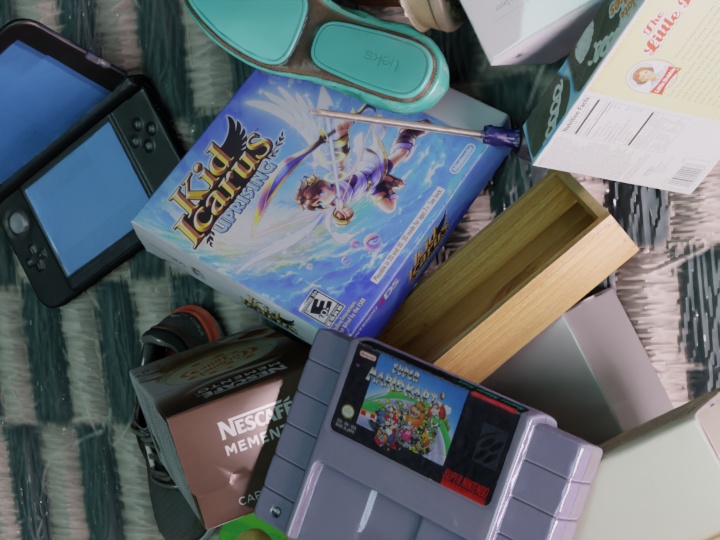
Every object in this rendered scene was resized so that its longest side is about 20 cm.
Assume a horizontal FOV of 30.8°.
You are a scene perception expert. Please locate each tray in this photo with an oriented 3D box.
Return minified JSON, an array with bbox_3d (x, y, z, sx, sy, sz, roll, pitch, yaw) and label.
[{"bbox_3d":[0.075,0.024,0.835,0.200,0.099,0.037,-40,114,7],"label":"tray"}]

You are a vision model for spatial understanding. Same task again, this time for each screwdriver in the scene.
[{"bbox_3d":[0.064,-0.093,0.851,0.200,0.029,0.028,9,138,-11],"label":"screwdriver"}]

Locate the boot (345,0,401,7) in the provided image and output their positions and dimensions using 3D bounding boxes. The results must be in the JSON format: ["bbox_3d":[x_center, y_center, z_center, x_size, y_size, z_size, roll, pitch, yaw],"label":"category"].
[{"bbox_3d":[-0.014,-0.262,0.913,0.200,0.070,0.146,9,92,18],"label":"boot"}]

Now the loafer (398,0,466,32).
[{"bbox_3d":[0.006,-0.236,0.844,0.067,0.076,0.200,-28,82,26],"label":"loafer"}]

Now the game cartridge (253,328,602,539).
[{"bbox_3d":[0.031,0.119,0.744,0.200,0.038,0.130,21,97,40],"label":"game cartridge"}]

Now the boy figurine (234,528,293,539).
[{"bbox_3d":[-0.014,0.216,0.874,0.200,0.064,0.124,-2,124,33],"label":"boy figurine"}]

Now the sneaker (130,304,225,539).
[{"bbox_3d":[-0.157,0.130,1.042,0.077,0.082,0.200,5,100,28],"label":"sneaker"}]

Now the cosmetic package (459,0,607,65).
[{"bbox_3d":[0.137,-0.258,0.793,0.199,0.123,0.200,-28,83,29],"label":"cosmetic package"}]

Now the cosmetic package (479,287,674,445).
[{"bbox_3d":[0.161,0.120,0.851,0.090,0.107,0.200,-32,80,29],"label":"cosmetic package"}]

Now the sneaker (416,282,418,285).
[{"bbox_3d":[0.000,0.000,0.931,0.080,0.086,0.200,-28,84,28],"label":"sneaker"}]

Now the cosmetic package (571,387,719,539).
[{"bbox_3d":[0.136,0.141,0.749,0.200,0.103,0.073,-33,80,30],"label":"cosmetic package"}]

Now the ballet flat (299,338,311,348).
[{"bbox_3d":[-0.042,0.027,0.974,0.046,0.067,0.200,-27,91,21],"label":"ballet flat"}]

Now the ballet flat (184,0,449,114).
[{"bbox_3d":[-0.029,-0.153,0.882,0.200,0.070,0.067,26,91,18],"label":"ballet flat"}]

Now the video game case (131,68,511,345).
[{"bbox_3d":[-0.025,-0.060,0.894,0.181,0.045,0.200,28,70,23],"label":"video game case"}]

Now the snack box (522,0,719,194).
[{"bbox_3d":[0.190,-0.127,0.754,0.200,0.116,0.037,121,151,-46],"label":"snack box"}]

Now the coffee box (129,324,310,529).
[{"bbox_3d":[-0.085,0.101,0.911,0.200,0.114,0.080,-166,58,-72],"label":"coffee box"}]

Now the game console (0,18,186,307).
[{"bbox_3d":[-0.256,-0.077,1.044,0.200,0.118,0.171,-33,82,30],"label":"game console"}]

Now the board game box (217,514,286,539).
[{"bbox_3d":[-0.069,0.227,1.041,0.095,0.030,0.200,26,107,24],"label":"board game box"}]
